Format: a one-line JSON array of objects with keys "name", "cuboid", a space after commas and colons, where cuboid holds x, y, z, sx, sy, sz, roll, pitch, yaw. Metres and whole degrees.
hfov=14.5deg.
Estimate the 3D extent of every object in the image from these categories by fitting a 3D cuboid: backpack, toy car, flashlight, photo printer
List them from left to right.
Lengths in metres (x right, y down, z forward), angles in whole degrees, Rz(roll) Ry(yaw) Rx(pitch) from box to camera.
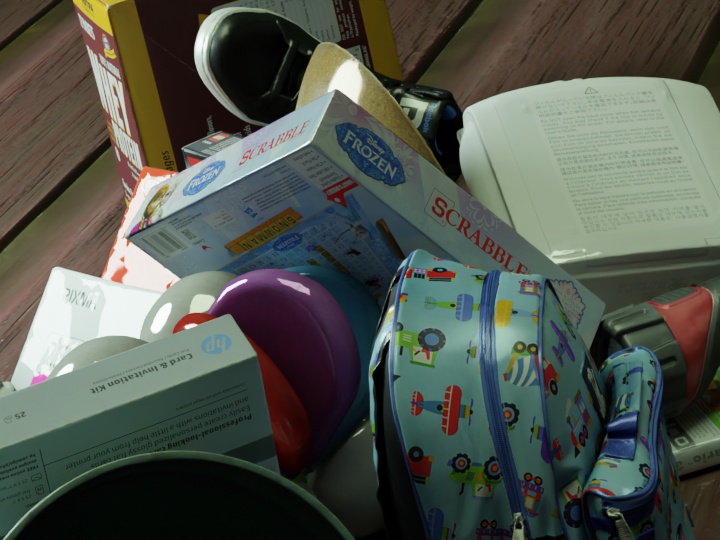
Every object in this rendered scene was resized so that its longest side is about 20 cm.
[{"name": "toy car", "cuboid": [-0.058, 0.068, 1.492, 0.175, 0.150, 0.200, 40, 44, 16]}, {"name": "backpack", "cuboid": [0.078, 0.088, 1.349, 0.134, 0.201, 0.183, -9, 20, 13]}, {"name": "photo printer", "cuboid": [0.150, -0.043, 1.681, 0.165, 0.070, 0.200, -6, 39, -9]}, {"name": "flashlight", "cuboid": [0.223, 0.028, 1.560, 0.199, 0.068, 0.068, -16, 58, -20]}]

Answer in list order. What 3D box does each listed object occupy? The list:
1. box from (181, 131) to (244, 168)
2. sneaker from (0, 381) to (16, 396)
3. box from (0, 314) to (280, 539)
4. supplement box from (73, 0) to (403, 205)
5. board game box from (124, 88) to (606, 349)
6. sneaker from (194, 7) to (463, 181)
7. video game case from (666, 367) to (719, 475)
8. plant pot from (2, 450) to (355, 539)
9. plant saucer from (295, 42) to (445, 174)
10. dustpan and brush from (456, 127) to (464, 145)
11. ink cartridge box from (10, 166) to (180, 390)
[{"name": "box", "cuboid": [-0.041, -0.022, 1.845, 0.035, 0.111, 0.200, -25, 22, -27]}, {"name": "sneaker", "cuboid": [-0.276, 0.073, 1.773, 0.078, 0.080, 0.200, -48, 25, -10]}, {"name": "box", "cuboid": [-0.111, 0.134, 1.350, 0.155, 0.201, 0.041, -19, 38, -15]}, {"name": "supplement box", "cuboid": [-0.084, -0.140, 2.056, 0.199, 0.198, 0.133, -18, 20, -12]}, {"name": "board game box", "cuboid": [0.000, 0.000, 1.559, 0.200, 0.199, 0.041, -22, 36, 53]}, {"name": "sneaker", "cuboid": [-0.004, -0.113, 1.799, 0.112, 0.073, 0.200, 6, -16, 44]}, {"name": "video game case", "cuboid": [0.190, 0.072, 1.579, 0.199, 0.018, 0.143, -17, 20, -6]}, {"name": "plant pot", "cuboid": [-0.096, 0.186, 1.254, 0.200, 0.201, 0.134, -23, 0, -22]}, {"name": "plant saucer", "cuboid": [0.013, -0.037, 1.644, 0.035, 0.201, 0.200, -31, 24, -12]}, {"name": "dustpan and brush", "cuboid": [0.108, -0.023, 1.742, 0.139, 0.057, 0.200, -22, 37, -13]}, {"name": "ink cartridge box", "cuboid": [-0.121, 0.021, 1.727, 0.043, 0.174, 0.200, 24, -8, -39]}]
